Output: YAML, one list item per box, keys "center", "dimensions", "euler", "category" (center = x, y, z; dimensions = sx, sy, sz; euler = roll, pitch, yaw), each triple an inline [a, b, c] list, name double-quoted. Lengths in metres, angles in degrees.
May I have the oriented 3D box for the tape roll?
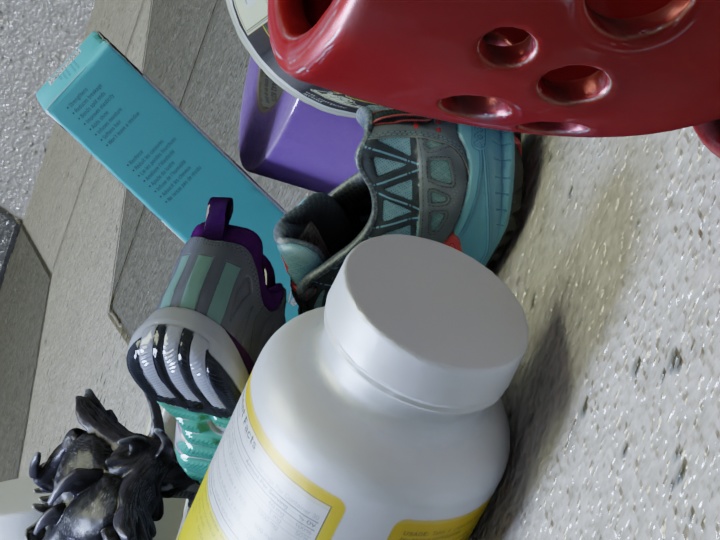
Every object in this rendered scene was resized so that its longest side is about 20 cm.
- center: [0.005, -0.137, 1.272]
  dimensions: [0.200, 0.084, 0.201]
  euler: [-164, 90, -76]
  category: "tape roll"

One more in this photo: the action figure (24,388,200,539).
- center: [-0.128, 0.141, 1.190]
  dimensions: [0.200, 0.102, 0.119]
  euler: [-52, 47, 26]
  category: "action figure"

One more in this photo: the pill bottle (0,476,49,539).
- center: [-0.188, 0.230, 1.420]
  dimensions: [0.114, 0.113, 0.202]
  euler: [-150, 52, -76]
  category: "pill bottle"

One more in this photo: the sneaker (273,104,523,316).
- center: [0.000, 0.000, 1.107]
  dimensions: [0.080, 0.095, 0.201]
  euler: [-92, 23, -54]
  category: "sneaker"

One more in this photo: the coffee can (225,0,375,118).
- center: [0.027, -0.152, 1.067]
  dimensions: [0.200, 0.145, 0.147]
  euler: [168, 117, -75]
  category: "coffee can"

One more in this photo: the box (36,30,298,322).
- center: [-0.082, -0.038, 1.261]
  dimensions: [0.049, 0.200, 0.082]
  euler: [-46, 15, 0]
  category: "box"

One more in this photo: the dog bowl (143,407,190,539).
- center: [-0.077, 0.121, 1.327]
  dimensions: [0.200, 0.073, 0.202]
  euler: [-164, 90, -76]
  category: "dog bowl"

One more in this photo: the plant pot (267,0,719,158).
- center: [0.083, -0.132, 0.738]
  dimensions: [0.200, 0.181, 0.202]
  euler: [-163, 90, -77]
  category: "plant pot"

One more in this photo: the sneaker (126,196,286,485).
- center: [-0.047, 0.045, 1.097]
  dimensions: [0.200, 0.074, 0.088]
  euler: [74, -148, -63]
  category: "sneaker"

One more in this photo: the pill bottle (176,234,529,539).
- center: [-0.005, 0.087, 0.992]
  dimensions: [0.112, 0.111, 0.201]
  euler: [-92, 23, -53]
  category: "pill bottle"
